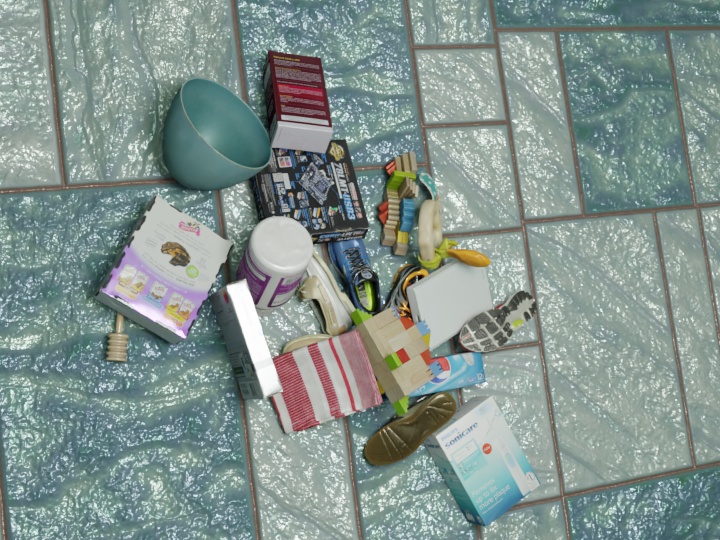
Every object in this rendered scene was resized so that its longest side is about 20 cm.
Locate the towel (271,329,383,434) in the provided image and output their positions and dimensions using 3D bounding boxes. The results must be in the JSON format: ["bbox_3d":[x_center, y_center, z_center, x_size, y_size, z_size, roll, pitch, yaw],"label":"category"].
[{"bbox_3d":[-0.072,0.204,1.674,0.198,0.023,0.146,-19,96,11],"label":"towel"}]

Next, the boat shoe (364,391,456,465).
[{"bbox_3d":[0.095,0.300,1.759,0.199,0.065,0.074,-32,93,-2],"label":"boat shoe"}]

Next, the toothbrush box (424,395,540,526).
[{"bbox_3d":[0.232,0.365,1.788,0.145,0.085,0.202,-30,92,-20],"label":"toothbrush box"}]

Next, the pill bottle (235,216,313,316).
[{"bbox_3d":[-0.159,0.000,1.630,0.111,0.200,0.114,9,59,-16],"label":"pill bottle"}]

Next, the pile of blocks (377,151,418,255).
[{"bbox_3d":[0.069,-0.134,1.798,0.061,0.082,0.203,6,81,-19],"label":"pile of blocks"}]

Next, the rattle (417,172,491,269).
[{"bbox_3d":[0.177,-0.102,1.778,0.131,0.141,0.202,55,36,-36],"label":"rattle"}]

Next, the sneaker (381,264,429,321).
[{"bbox_3d":[0.081,0.080,1.777,0.077,0.077,0.203,19,78,-18],"label":"sneaker"}]

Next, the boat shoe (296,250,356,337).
[{"bbox_3d":[-0.084,0.033,1.726,0.068,0.075,0.201,-37,91,-18],"label":"boat shoe"}]

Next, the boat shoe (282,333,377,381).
[{"bbox_3d":[-0.046,0.169,1.710,0.197,0.065,0.073,10,118,-16],"label":"boat shoe"}]

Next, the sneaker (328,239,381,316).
[{"bbox_3d":[0.000,0.000,1.752,0.078,0.089,0.203,-19,89,-22],"label":"sneaker"}]

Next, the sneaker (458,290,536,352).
[{"bbox_3d":[0.267,0.114,1.831,0.198,0.085,0.078,-26,80,-31],"label":"sneaker"}]

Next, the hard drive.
[{"bbox_3d":[0.176,0.056,1.792,0.199,0.026,0.134,-28,113,-37],"label":"hard drive"}]

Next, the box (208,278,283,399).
[{"bbox_3d":[-0.205,0.125,1.628,0.041,0.156,0.203,-20,89,-22],"label":"box"}]

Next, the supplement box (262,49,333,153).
[{"bbox_3d":[-0.119,-0.316,1.723,0.107,0.061,0.202,5,53,-19],"label":"supplement box"}]

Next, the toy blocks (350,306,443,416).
[{"bbox_3d":[0.078,0.143,1.692,0.136,0.100,0.202,-25,81,-38],"label":"toy blocks"}]

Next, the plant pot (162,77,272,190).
[{"bbox_3d":[-0.275,-0.222,1.647,0.199,0.134,0.202,34,34,-27],"label":"plant pot"}]

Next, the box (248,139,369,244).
[{"bbox_3d":[-0.100,-0.147,1.730,0.196,0.050,0.202,-7,67,-21],"label":"box"}]

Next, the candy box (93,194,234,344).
[{"bbox_3d":[-0.342,-0.001,1.622,0.167,0.071,0.202,33,66,-17],"label":"candy box"}]

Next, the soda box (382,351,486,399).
[{"bbox_3d":[0.138,0.202,1.785,0.197,0.068,0.065,-8,86,-20],"label":"soda box"}]

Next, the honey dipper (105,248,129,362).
[{"bbox_3d":[-0.422,0.058,1.625,0.037,0.038,0.203,5,79,-19],"label":"honey dipper"}]
